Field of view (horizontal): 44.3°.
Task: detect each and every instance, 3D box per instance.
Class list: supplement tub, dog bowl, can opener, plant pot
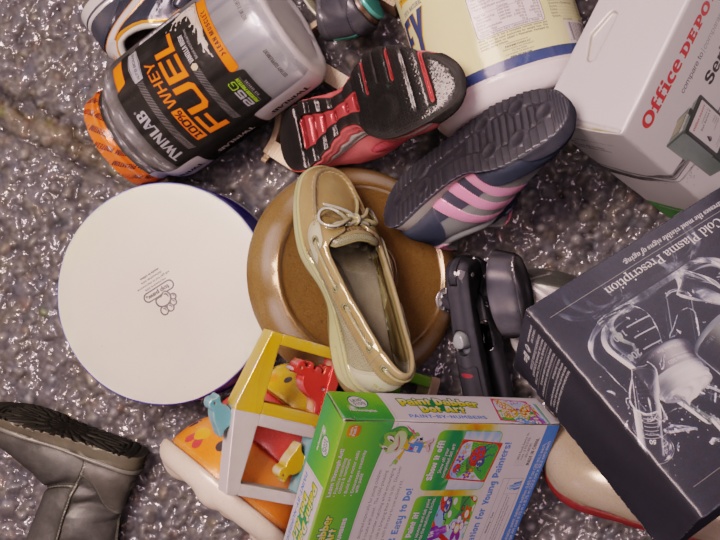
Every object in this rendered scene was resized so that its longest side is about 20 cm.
[{"bbox_3d":[-0.140,-0.166,0.785,0.199,0.122,0.123,-32,85,17],"label":"supplement tub"},{"bbox_3d":[0.105,-0.230,0.758,0.144,0.145,0.201,-18,86,5],"label":"supplement tub"},{"bbox_3d":[-0.170,0.021,0.813,0.199,0.079,0.201,0,88,7],"label":"dog bowl"},{"bbox_3d":[0.109,0.080,0.772,0.063,0.078,0.201,-14,106,-34],"label":"can opener"},{"bbox_3d":[0.000,0.003,0.779,0.199,0.027,0.201,3,80,-19],"label":"plant pot"}]

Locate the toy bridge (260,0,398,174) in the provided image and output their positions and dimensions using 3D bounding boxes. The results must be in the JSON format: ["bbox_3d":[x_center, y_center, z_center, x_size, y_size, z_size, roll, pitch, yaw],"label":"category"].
[{"bbox_3d":[-0.039,-0.187,0.832,0.067,0.027,0.201,33,92,9],"label":"toy bridge"}]

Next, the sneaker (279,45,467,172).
[{"bbox_3d":[0.020,-0.136,0.749,0.200,0.087,0.074,-13,85,44],"label":"sneaker"}]

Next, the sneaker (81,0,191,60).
[{"bbox_3d":[-0.164,-0.267,0.824,0.200,0.078,0.080,-39,79,15],"label":"sneaker"}]

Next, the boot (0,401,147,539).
[{"bbox_3d":[-0.302,0.241,0.833,0.181,0.073,0.201,20,97,9],"label":"boot"}]

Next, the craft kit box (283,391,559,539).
[{"bbox_3d":[0.042,0.195,0.722,0.197,0.049,0.201,5,114,-28],"label":"craft kit box"}]

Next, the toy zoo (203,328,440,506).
[{"bbox_3d":[-0.034,0.128,0.722,0.199,0.020,0.132,19,84,-29],"label":"toy zoo"}]

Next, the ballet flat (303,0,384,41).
[{"bbox_3d":[-0.035,-0.293,0.808,0.073,0.073,0.201,-17,70,5],"label":"ballet flat"}]

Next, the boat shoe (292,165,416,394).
[{"bbox_3d":[-0.002,0.001,0.714,0.073,0.063,0.202,1,68,-34],"label":"boat shoe"}]

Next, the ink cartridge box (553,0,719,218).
[{"bbox_3d":[0.262,-0.136,0.713,0.199,0.084,0.147,25,91,-37],"label":"ink cartridge box"}]

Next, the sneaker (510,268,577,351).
[{"bbox_3d":[0.228,0.054,0.782,0.199,0.070,0.081,10,105,9],"label":"sneaker"}]

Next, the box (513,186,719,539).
[{"bbox_3d":[0.249,0.069,0.654,0.199,0.104,0.182,-30,63,-14],"label":"box"}]

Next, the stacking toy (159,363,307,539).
[{"bbox_3d":[-0.068,0.133,0.793,0.146,0.146,0.200,36,74,6],"label":"stacking toy"}]

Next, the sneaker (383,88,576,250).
[{"bbox_3d":[0.109,-0.076,0.719,0.082,0.200,0.070,27,56,-28],"label":"sneaker"}]

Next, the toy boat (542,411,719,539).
[{"bbox_3d":[0.252,0.170,0.743,0.199,0.131,0.131,13,55,22],"label":"toy boat"}]
